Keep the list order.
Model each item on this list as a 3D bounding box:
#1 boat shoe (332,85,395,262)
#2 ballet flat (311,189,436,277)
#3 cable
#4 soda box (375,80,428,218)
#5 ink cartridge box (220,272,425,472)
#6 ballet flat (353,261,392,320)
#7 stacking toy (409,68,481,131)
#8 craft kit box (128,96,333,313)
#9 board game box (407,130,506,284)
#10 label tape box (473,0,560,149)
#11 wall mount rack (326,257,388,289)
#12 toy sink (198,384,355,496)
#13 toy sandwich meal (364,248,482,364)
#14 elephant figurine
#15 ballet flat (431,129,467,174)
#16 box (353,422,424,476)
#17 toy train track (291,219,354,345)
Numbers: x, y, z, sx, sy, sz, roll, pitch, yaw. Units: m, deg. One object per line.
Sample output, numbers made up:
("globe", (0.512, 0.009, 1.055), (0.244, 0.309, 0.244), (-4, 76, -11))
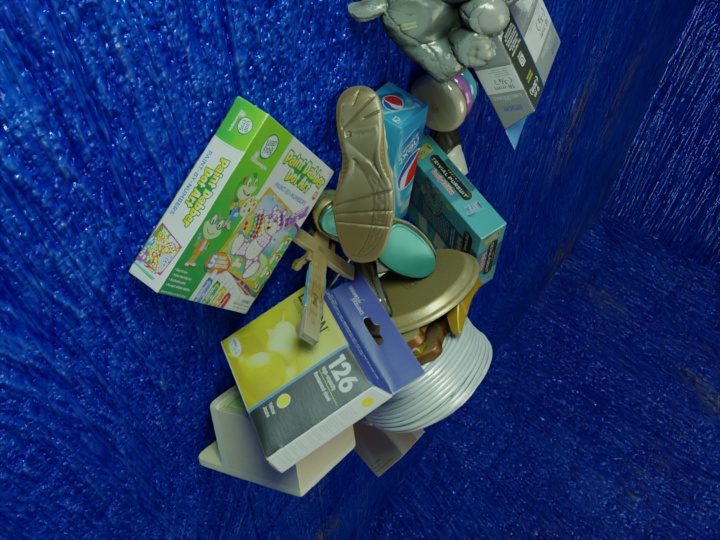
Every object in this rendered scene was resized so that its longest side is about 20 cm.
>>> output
("boat shoe", (0.008, -0.111, 0.906), (0.063, 0.073, 0.202), (-26, 117, -79))
("ballet flat", (0.017, -0.052, 1.005), (0.199, 0.071, 0.071), (24, 102, -33))
("cable", (0.082, 0.136, 1.063), (0.200, 0.069, 0.200), (-43, -161, -20))
("soda box", (0.032, -0.141, 1.018), (0.064, 0.068, 0.201), (-44, 157, -33))
("ink cartridge box", (-0.052, 0.104, 0.917), (0.199, 0.198, 0.047), (-36, 134, 2))
("ballet flat", (0.000, 0.000, 1.053), (0.046, 0.201, 0.068), (-24, 130, 6))
("stacking toy", (0.152, -0.282, 1.084), (0.200, 0.085, 0.086), (-50, 161, -32))
("craft kit box", (-0.124, -0.056, 0.808), (0.199, 0.048, 0.200), (-60, 162, 1))
("board game box", (0.126, -0.088, 1.131), (0.047, 0.200, 0.151), (-30, 154, -14))
("label tape box", (0.222, -0.291, 1.068), (0.200, 0.063, 0.145), (50, 53, -39))
("wall mount rack", (0.017, 0.010, 1.230), (0.172, 0.075, 0.200), (-17, 154, -2))
("toy sink", (-0.128, 0.213, 1.084), (0.130, 0.199, 0.113), (-31, 119, -48))
("toy sandwich meal", (0.084, 0.049, 1.057), (0.205, 0.204, 0.071), (-45, 117, -32))
("elephant figurine", (0.102, -0.305, 0.860), (0.141, 0.155, 0.201), (-29, -153, 31))
("ballet flat", (0.135, -0.154, 1.256), (0.068, 0.068, 0.201), (-37, 153, -43))
("box", (0.004, 0.245, 1.344), (0.078, 0.200, 0.095), (-34, 166, -49))
("toy train track", (-0.061, 0.012, 0.938), (0.032, 0.114, 0.201), (-36, -147, 31))
